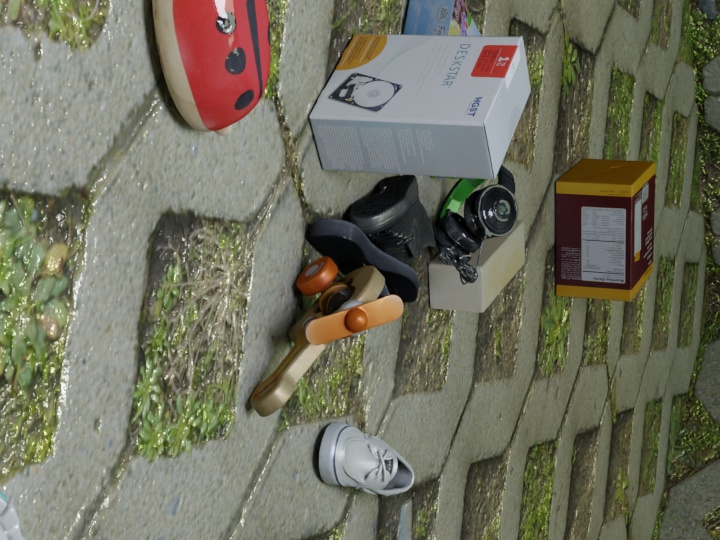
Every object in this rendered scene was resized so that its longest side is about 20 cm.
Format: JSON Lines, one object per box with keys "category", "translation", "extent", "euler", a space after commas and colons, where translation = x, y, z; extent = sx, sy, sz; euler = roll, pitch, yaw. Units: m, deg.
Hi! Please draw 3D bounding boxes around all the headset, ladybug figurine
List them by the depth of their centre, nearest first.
{"category": "ladybug figurine", "translation": [-0.124, -0.213, 1.378], "extent": [0.136, 0.071, 0.202], "euler": [-55, 144, -53]}
{"category": "headset", "translation": [0.134, -0.065, 2.005], "extent": [0.094, 0.123, 0.201], "euler": [35, 38, -26]}

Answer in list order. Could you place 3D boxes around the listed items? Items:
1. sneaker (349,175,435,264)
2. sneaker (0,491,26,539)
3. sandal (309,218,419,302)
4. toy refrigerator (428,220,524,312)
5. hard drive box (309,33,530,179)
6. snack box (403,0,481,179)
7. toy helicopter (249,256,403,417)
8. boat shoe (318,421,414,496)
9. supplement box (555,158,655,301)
{"category": "sneaker", "translation": [0.041, -0.046, 1.847], "extent": [0.200, 0.059, 0.106], "euler": [-48, 134, -64]}
{"category": "sneaker", "translation": [-0.270, 0.225, 1.118], "extent": [0.092, 0.077, 0.201], "euler": [-53, 141, -28]}
{"category": "sandal", "translation": [-0.001, 0.000, 1.744], "extent": [0.200, 0.075, 0.043], "euler": [36, 58, -53]}
{"category": "toy refrigerator", "translation": [0.160, -0.007, 2.139], "extent": [0.200, 0.075, 0.071], "euler": [-42, 133, -61]}
{"category": "hard drive box", "translation": [0.067, -0.179, 1.699], "extent": [0.157, 0.198, 0.077], "euler": [-65, 151, -42]}
{"category": "snack box", "translation": [0.105, -0.229, 1.968], "extent": [0.200, 0.067, 0.171], "euler": [47, 50, -64]}
{"category": "toy helicopter", "translation": [-0.039, 0.070, 1.600], "extent": [0.079, 0.132, 0.200], "euler": [50, 59, -20]}
{"category": "boat shoe", "translation": [0.011, 0.218, 1.814], "extent": [0.200, 0.065, 0.075], "euler": [29, 67, -67]}
{"category": "supplement box", "translation": [0.422, -0.072, 2.719], "extent": [0.197, 0.131, 0.203], "euler": [-35, 126, -63]}
